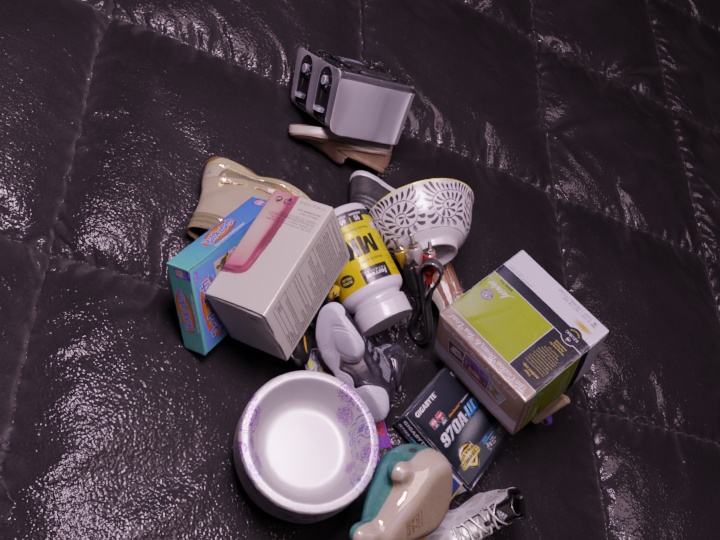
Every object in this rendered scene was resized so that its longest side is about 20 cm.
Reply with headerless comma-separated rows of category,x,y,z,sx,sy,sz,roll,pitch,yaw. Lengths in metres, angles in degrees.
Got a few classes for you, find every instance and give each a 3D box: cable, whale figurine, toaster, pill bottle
cable,0.111,0.035,1.483,0.050,0.096,0.202,-45,131,-41
whale figurine,0.041,0.321,1.217,0.103,0.161,0.199,20,40,37
toaster,-0.012,-0.321,1.615,0.198,0.120,0.181,4,24,-33
pill bottle,0.000,0.000,1.473,0.114,0.114,0.201,-16,72,-40

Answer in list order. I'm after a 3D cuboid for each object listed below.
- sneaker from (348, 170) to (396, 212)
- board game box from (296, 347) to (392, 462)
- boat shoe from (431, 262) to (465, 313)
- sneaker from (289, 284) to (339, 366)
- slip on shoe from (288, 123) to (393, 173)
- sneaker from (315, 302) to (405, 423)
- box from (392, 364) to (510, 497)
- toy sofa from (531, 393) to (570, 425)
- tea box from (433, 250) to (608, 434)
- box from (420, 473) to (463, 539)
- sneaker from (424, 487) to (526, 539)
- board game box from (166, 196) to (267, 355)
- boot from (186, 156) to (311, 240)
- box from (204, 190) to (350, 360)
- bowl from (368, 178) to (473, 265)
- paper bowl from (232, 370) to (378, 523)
sneaker,0.059,-0.095,1.609,0.198,0.071,0.100,26,52,-11
board game box,-0.025,0.215,1.380,0.119,0.032,0.202,0,62,-39
boat shoe,0.177,0.068,1.565,0.201,0.071,0.076,59,8,10
sneaker,-0.075,0.051,1.376,0.089,0.070,0.202,-9,56,8
slip on shoe,-0.038,-0.225,1.627,0.198,0.076,0.061,9,99,-21
sneaker,0.005,0.126,1.373,0.114,0.075,0.202,-40,110,-51
box,0.165,0.251,1.473,0.159,0.046,0.200,49,46,1
toy sofa,0.315,0.168,1.578,0.097,0.083,0.201,27,39,-28
tea box,0.256,0.116,1.442,0.196,0.134,0.200,-33,63,-21
box,0.070,0.368,1.320,0.070,0.064,0.200,44,47,3
sneaker,0.177,0.381,1.352,0.199,0.115,0.076,-23,76,-41
board game box,-0.196,0.005,1.315,0.045,0.153,0.200,16,39,26
boot,-0.174,-0.083,1.432,0.198,0.073,0.157,24,51,-18
box,-0.116,0.005,1.295,0.108,0.128,0.201,19,61,25
bowl,0.114,-0.062,1.530,0.199,0.201,0.095,3,57,-33
paper bowl,-0.081,0.252,1.247,0.198,0.104,0.203,8,62,-16
